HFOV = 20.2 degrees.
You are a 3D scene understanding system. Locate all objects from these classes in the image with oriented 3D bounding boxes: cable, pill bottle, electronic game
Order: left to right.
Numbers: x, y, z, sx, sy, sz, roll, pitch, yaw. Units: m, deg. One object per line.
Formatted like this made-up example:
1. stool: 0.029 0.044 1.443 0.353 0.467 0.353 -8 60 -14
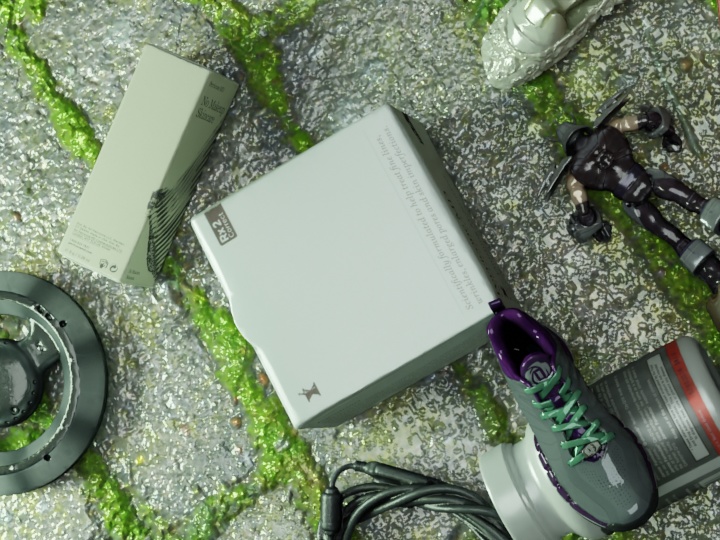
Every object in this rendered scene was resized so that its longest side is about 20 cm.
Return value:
1. electronic game: -0.319 0.100 1.798 0.200 0.042 0.201 -1 87 14
2. cable: 0.047 0.252 1.677 0.200 0.051 0.164 15 91 22
3. pill bottle: 0.204 0.145 1.618 0.200 0.116 0.116 -28 80 11

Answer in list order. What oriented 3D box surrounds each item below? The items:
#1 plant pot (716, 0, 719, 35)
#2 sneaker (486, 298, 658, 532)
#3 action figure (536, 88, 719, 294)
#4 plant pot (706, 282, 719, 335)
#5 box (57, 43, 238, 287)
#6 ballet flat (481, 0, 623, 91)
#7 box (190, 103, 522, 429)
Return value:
1. plant pot: 0.388 -0.139 1.557 0.199 0.176 0.201 -5 84 15
2. sneaker: 0.151 0.111 1.537 0.074 0.088 0.200 -38 56 6
3. action figure: 0.232 -0.063 1.653 0.200 0.069 0.130 39 104 18
4. plant pot: 0.377 0.072 1.546 0.200 0.200 0.198 -32 72 11
5. box: -0.184 -0.090 1.756 0.068 0.082 0.200 25 94 16
6. ballet flat: 0.174 -0.232 1.678 0.200 0.072 0.072 -41 78 10
7. box: 0.000 0.000 1.675 0.200 0.131 0.199 -30 80 11
